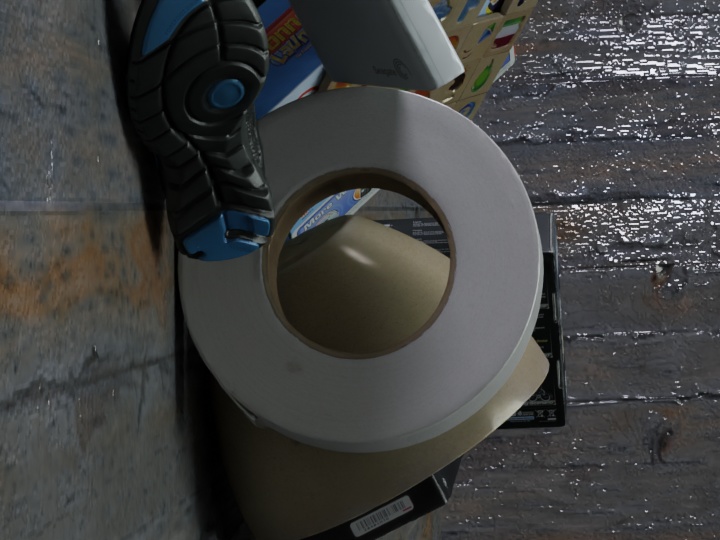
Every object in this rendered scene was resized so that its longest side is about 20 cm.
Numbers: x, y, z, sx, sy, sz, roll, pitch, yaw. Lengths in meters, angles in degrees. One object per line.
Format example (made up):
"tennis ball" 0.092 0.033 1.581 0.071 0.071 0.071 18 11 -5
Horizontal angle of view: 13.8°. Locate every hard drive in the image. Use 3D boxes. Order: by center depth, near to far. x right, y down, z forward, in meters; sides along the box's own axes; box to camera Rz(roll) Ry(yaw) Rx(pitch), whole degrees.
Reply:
"hard drive" -0.027 -0.189 1.587 0.200 0.027 0.132 60 -19 -19
"hard drive" -0.008 0.140 1.832 0.038 0.139 0.200 62 8 -3

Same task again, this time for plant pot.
"plant pot" -0.010 0.048 1.728 0.135 0.200 0.200 58 11 -9

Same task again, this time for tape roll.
"tape roll" 0.000 0.000 1.631 0.037 0.202 0.204 61 27 -76

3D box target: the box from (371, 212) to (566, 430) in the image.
"box" 0.037 0.039 2.019 0.044 0.199 0.161 -86 171 -50

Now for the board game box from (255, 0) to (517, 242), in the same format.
"board game box" 0.002 -0.124 1.793 0.056 0.200 0.196 42 -15 21

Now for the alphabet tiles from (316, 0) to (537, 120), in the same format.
"alphabet tiles" 0.040 -0.130 1.769 0.200 0.008 0.167 -19 145 -51

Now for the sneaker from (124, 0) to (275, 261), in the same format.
"sneaker" -0.088 -0.093 1.520 0.200 0.073 0.082 90 -15 -50

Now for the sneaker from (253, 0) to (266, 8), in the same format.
"sneaker" -0.055 -0.190 1.808 0.200 0.071 0.113 94 2 -57
